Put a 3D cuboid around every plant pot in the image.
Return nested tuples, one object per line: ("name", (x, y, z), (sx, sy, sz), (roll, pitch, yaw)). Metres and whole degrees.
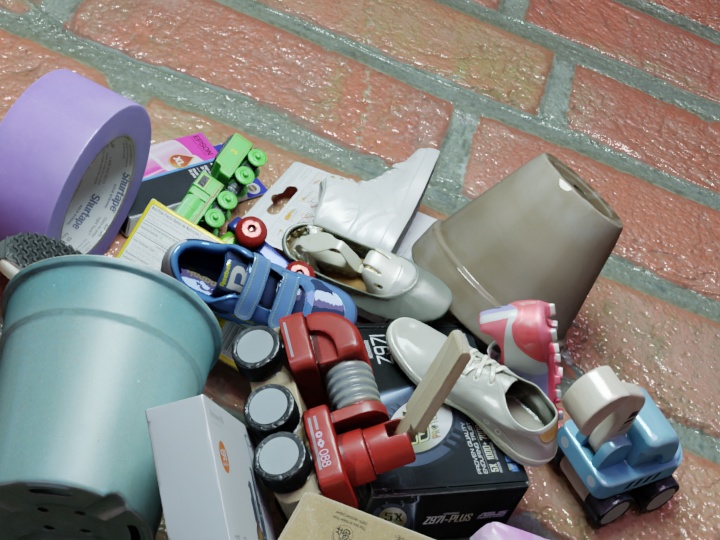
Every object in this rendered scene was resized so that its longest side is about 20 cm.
("plant pot", (0.183, -0.022, 1.244), (0.199, 0.174, 0.201), (38, 18, -14))
("plant pot", (-0.226, 0.126, 0.971), (0.197, 0.201, 0.198), (13, 50, -10))

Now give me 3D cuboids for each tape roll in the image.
("tape roll", (-0.291, -0.088, 1.142), (0.084, 0.202, 0.201), (26, 42, 7))

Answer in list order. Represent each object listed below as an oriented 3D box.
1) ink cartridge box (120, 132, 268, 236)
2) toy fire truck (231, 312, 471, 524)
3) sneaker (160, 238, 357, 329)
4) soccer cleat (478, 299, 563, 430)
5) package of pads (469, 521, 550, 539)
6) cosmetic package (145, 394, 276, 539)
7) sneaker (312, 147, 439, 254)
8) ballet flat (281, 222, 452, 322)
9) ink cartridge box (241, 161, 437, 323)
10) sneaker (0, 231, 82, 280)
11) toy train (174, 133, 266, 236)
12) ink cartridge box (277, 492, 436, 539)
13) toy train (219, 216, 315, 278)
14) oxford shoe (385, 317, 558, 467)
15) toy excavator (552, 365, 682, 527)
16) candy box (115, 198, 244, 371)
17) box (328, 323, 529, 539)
("ink cartridge box", (-0.204, -0.105, 1.322), (0.198, 0.037, 0.095), (-19, 57, -39))
("toy fire truck", (-0.002, 0.104, 1.010), (0.197, 0.129, 0.178), (-18, 50, 0))
("sneaker", (-0.099, 0.022, 1.093), (0.197, 0.082, 0.075), (16, 75, 1))
("soccer cleat", (0.164, 0.101, 1.165), (0.075, 0.201, 0.067), (-1, 51, 11))
("package of pads", (0.144, 0.327, 0.997), (0.119, 0.076, 0.202), (18, 42, -6))
("cosmetic package", (-0.108, 0.191, 0.909), (0.051, 0.200, 0.153), (-16, 74, 1))
("sneaker", (0.013, -0.092, 1.309), (0.114, 0.074, 0.201), (24, 44, 7))
("ballet flat", (0.000, 0.000, 1.187), (0.198, 0.064, 0.068), (19, 61, 30))
("ink cartridge box", (-0.026, -0.034, 1.327), (0.198, 0.051, 0.163), (22, 42, 14))
("sneaker", (-0.257, 0.044, 1.069), (0.198, 0.094, 0.071), (28, 24, -31))
("toy train", (-0.167, -0.072, 1.266), (0.056, 0.042, 0.201), (33, 55, -4))
("ink cartridge box", (0.047, 0.264, 0.893), (0.198, 0.165, 0.076), (11, 58, 40))
("toy train", (-0.093, 0.049, 1.188), (0.200, 0.085, 0.116), (43, 61, 11))
("oxford shoe", (0.110, 0.103, 1.097), (0.199, 0.058, 0.075), (38, 46, 19))
("toy excavator", (0.250, 0.153, 1.126), (0.192, 0.202, 0.100), (-10, 50, -31))
("candy box", (-0.148, 0.024, 1.145), (0.198, 0.026, 0.103), (31, 76, 4))
("box", (0.049, 0.153, 1.127), (0.161, 0.087, 0.202), (1, 46, -21))
